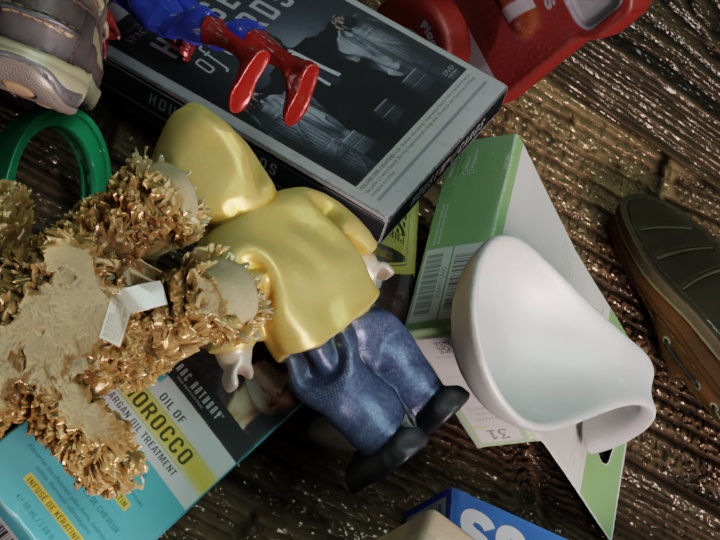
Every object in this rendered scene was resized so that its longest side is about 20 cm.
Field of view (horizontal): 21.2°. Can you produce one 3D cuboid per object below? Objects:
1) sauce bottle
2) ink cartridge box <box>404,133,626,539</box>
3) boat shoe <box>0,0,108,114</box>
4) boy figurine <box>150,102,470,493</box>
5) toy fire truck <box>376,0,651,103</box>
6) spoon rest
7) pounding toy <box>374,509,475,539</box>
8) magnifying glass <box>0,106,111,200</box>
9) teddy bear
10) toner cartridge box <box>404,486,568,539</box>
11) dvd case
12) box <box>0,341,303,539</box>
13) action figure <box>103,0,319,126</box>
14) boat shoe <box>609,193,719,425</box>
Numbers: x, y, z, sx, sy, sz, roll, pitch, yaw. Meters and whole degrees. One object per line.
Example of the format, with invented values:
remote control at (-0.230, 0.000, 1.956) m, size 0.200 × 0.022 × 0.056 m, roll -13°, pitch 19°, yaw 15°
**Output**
sauce bottle at (0.000, 0.000, 1.040) m, size 0.066 × 0.066 × 0.201 m, roll 23°, pitch 51°, yaw -28°
ink cartridge box at (0.098, 0.042, 1.101) m, size 0.200 × 0.048 × 0.146 m, roll 58°, pitch 35°, yaw -39°
boat shoe at (-0.146, -0.120, 0.911) m, size 0.074 × 0.200 × 0.074 m, roll 21°, pitch 95°, yaw -14°
boy figurine at (-0.037, 0.011, 0.931) m, size 0.200 × 0.064 × 0.124 m, roll 49°, pitch 48°, yaw -3°
toy fire truck at (0.076, -0.204, 1.153) m, size 0.112 × 0.168 × 0.201 m, roll -16°, pitch 76°, yaw -44°
spoon rest at (0.105, 0.047, 1.003) m, size 0.200 × 0.060 × 0.100 m, roll 33°, pitch 50°, yaw -55°
pounding toy at (0.059, 0.199, 0.873) m, size 0.184 × 0.200 × 0.143 m, roll 38°, pitch 46°, yaw -16°
magnifying glass at (-0.174, 0.002, 0.908) m, size 0.201 × 0.022 × 0.080 m, roll -64°, pitch 144°, yaw -37°
teddy bear at (-0.132, 0.025, 0.837) m, size 0.145 × 0.067 × 0.200 m, roll 45°, pitch 60°, yaw -10°
toner cartridge box at (0.110, 0.198, 1.030) m, size 0.199 × 0.043 × 0.096 m, roll 26°, pitch 52°, yaw -26°
dvd case at (-0.037, -0.107, 1.045) m, size 0.199 × 0.025 × 0.150 m, roll 31°, pitch 44°, yaw 11°
box at (-0.104, 0.079, 0.916) m, size 0.082 × 0.049 × 0.200 m, roll 52°, pitch 44°, yaw -3°
action figure at (-0.106, -0.135, 0.988) m, size 0.065 × 0.052 × 0.200 m, roll 2°, pitch 30°, yaw -48°
boat shoe at (0.210, 0.040, 1.194) m, size 0.072 × 0.068 × 0.200 m, roll -9°, pitch 50°, yaw -33°
